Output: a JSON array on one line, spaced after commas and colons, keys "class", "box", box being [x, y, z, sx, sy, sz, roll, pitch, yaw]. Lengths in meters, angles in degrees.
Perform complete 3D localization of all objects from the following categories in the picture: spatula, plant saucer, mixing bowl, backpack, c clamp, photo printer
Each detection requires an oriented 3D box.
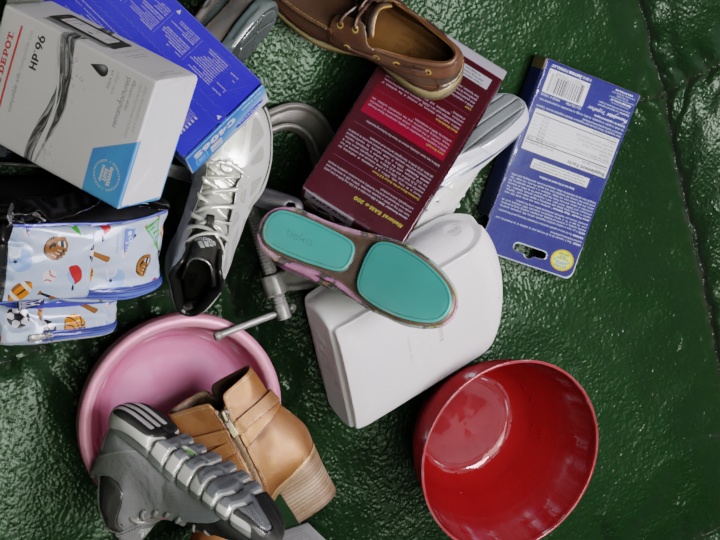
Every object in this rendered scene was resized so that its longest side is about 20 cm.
[{"class": "spatula", "box": [-0.147, -0.084, 1.638, 0.199, 0.021, 0.057, 16, 94, -11]}, {"class": "plant saucer", "box": [-0.175, 0.133, 1.704, 0.199, 0.051, 0.202, -7, 106, -24]}, {"class": "mixing bowl", "box": [0.129, 0.170, 1.823, 0.199, 0.108, 0.201, -7, 108, -22]}, {"class": "backpack", "box": [-0.262, -0.021, 1.547, 0.189, 0.200, 0.155, -10, 115, -26]}, {"class": "c clamp", "box": [-0.077, -0.052, 1.686, 0.170, 0.027, 0.201, -14, 96, -25]}, {"class": "photo printer", "box": [0.051, 0.044, 1.744, 0.199, 0.069, 0.167, -30, 139, -18]}]

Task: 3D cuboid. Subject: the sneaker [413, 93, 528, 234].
[{"class": "sneaker", "box": [0.082, -0.097, 1.757, 0.200, 0.073, 0.071, -35, 140, -11]}]

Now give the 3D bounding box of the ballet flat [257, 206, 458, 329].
[{"class": "ballet flat", "box": [0.000, 0.000, 1.633, 0.199, 0.071, 0.069, 22, 79, 13]}]

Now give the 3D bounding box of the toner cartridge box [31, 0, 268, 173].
[{"class": "toner cartridge box", "box": [-0.181, -0.186, 1.547, 0.095, 0.043, 0.200, -44, 77, -6]}]

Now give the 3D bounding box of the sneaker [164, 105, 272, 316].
[{"class": "sneaker", "box": [-0.120, -0.050, 1.578, 0.075, 0.115, 0.202, 14, 109, -12]}]

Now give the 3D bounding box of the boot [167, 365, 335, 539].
[{"class": "boot", "box": [-0.136, 0.197, 1.672, 0.199, 0.077, 0.156, -34, 109, -2]}]

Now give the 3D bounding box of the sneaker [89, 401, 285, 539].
[{"class": "sneaker", "box": [-0.163, 0.217, 1.621, 0.116, 0.200, 0.075, -60, 157, 16]}]

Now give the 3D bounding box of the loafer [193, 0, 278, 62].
[{"class": "loafer", "box": [-0.158, -0.180, 1.610, 0.063, 0.072, 0.200, 38, 73, 12]}]

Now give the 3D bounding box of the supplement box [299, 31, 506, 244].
[{"class": "supplement box", "box": [0.040, -0.124, 1.680, 0.108, 0.061, 0.201, 32, 76, 2]}]

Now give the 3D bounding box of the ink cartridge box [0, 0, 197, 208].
[{"class": "ink cartridge box", "box": [-0.246, -0.148, 1.501, 0.068, 0.199, 0.117, -21, 134, -61]}]

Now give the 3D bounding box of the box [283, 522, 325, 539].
[{"class": "box", "box": [-0.050, 0.360, 1.741, 0.106, 0.200, 0.153, -15, 110, -20]}]

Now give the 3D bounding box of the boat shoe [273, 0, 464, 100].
[{"class": "boat shoe", "box": [0.007, -0.228, 1.635, 0.199, 0.068, 0.072, 29, 77, 3]}]

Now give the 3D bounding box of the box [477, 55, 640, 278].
[{"class": "box", "box": [0.194, -0.103, 1.818, 0.121, 0.032, 0.201, 17, 95, -28]}]
